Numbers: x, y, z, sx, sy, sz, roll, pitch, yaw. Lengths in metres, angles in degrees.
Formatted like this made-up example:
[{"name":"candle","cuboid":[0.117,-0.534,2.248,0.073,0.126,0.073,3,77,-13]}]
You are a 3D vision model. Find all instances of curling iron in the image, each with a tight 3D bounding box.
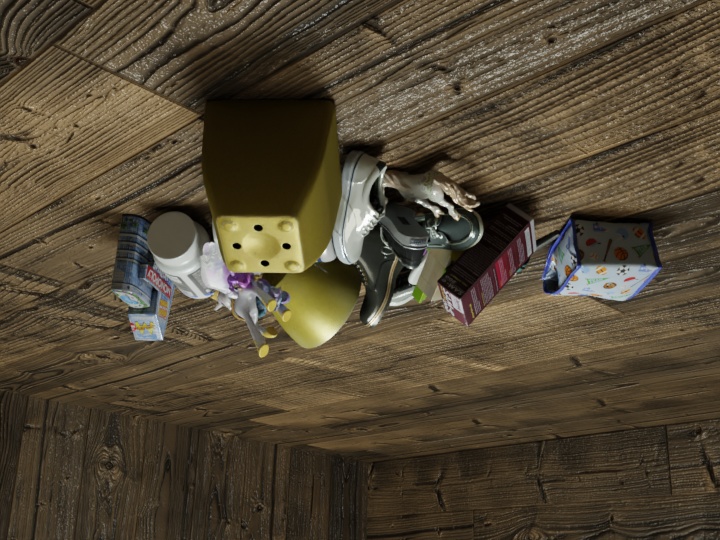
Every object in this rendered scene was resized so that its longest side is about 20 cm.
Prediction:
[{"name":"curling iron","cuboid":[0.293,-0.014,1.745,0.199,0.050,0.026,-40,175,23]}]

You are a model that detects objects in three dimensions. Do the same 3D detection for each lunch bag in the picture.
[{"name":"lunch bag","cuboid":[0.447,-0.010,1.765,0.167,0.126,0.201,3,152,-5]}]

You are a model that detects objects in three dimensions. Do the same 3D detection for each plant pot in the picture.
[{"name":"plant pot","cuboid":[-0.134,-0.107,1.359,0.192,0.202,0.196,1,139,5]},{"name":"plant pot","cuboid":[-0.115,0.033,1.860,0.141,0.202,0.199,35,145,-29]}]

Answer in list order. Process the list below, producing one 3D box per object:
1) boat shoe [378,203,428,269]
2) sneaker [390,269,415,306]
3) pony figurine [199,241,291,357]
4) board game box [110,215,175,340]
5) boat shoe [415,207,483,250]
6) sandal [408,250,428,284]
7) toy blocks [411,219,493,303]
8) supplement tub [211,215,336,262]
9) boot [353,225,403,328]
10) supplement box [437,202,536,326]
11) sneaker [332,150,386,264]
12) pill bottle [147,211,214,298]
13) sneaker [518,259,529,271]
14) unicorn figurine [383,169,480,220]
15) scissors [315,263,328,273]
[{"name":"boat shoe","cuboid":[0.069,-0.060,1.593,0.072,0.069,0.200,1,-158,-19]},{"name":"sneaker","cuboid":[0.112,0.022,1.965,0.197,0.075,0.080,-9,149,10]},{"name":"pony figurine","cuboid":[-0.215,0.033,1.749,0.165,0.199,0.195,-16,130,-41]},{"name":"board game box","cuboid":[-0.415,0.024,1.814,0.061,0.203,0.200,0,160,8]},{"name":"boat shoe","cuboid":[0.132,-0.067,1.630,0.061,0.074,0.199,-11,-174,-36]},{"name":"sandal","cuboid":[0.149,-0.039,1.823,0.081,0.050,0.203,-5,151,-26]},{"name":"toy blocks","cuboid":[0.190,-0.027,1.727,0.135,0.100,0.202,-9,132,-37]},{"name":"supplement tub","cuboid":[-0.139,-0.086,1.574,0.197,0.147,0.145,-1,160,7]},{"name":"boot","cuboid":[0.000,0.000,1.779,0.137,0.203,0.077,15,-168,-22]},{"name":"supplement box","cuboid":[0.227,-0.010,1.659,0.061,0.200,0.109,36,164,29]},{"name":"sneaker","cuboid":[0.002,-0.092,1.512,0.070,0.073,0.202,21,127,23]},{"name":"pill bottle","cuboid":[-0.331,-0.030,1.788,0.112,0.116,0.200,-1,159,7]},{"name":"sneaker","cuboid":[0.290,-0.015,1.833,0.079,0.072,0.200,6,158,1]},{"name":"unicorn figurine","cuboid":[0.098,-0.130,1.546,0.136,0.075,0.199,27,152,-32]},{"name":"scissors","cuboid":[-0.108,-0.030,1.749,0.199,0.014,0.073,36,169,37]}]
